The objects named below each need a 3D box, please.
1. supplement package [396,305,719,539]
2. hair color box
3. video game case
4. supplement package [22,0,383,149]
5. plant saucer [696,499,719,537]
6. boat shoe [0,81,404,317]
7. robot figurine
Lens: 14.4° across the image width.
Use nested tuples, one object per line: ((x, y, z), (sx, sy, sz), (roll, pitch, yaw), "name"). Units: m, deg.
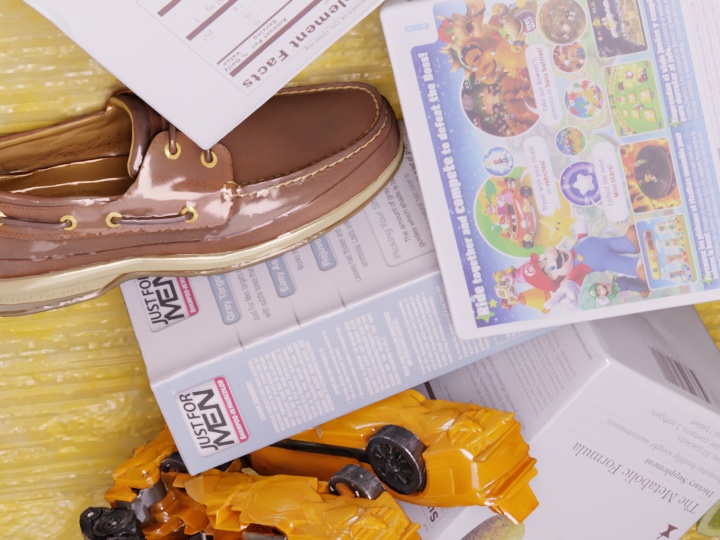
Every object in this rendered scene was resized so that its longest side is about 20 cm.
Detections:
((0.067, 0.094, 1.297), (0.113, 0.110, 0.200), (26, 115, -35), "supplement package")
((0.000, 0.000, 1.214), (0.199, 0.099, 0.061), (-21, 132, -2), "hair color box")
((0.119, -0.055, 1.115), (0.199, 0.018, 0.144), (-9, 110, 13), "video game case")
((-0.091, -0.159, 1.041), (0.109, 0.114, 0.200), (-39, 131, 14), "supplement package")
((0.267, 0.042, 1.358), (0.199, 0.048, 0.200), (4, 130, -38), "plant saucer")
((-0.079, -0.040, 1.170), (0.199, 0.072, 0.068), (-15, 133, -4), "boat shoe")
((-0.028, 0.097, 1.216), (0.145, 0.199, 0.058), (-42, 118, -35), "robot figurine")
